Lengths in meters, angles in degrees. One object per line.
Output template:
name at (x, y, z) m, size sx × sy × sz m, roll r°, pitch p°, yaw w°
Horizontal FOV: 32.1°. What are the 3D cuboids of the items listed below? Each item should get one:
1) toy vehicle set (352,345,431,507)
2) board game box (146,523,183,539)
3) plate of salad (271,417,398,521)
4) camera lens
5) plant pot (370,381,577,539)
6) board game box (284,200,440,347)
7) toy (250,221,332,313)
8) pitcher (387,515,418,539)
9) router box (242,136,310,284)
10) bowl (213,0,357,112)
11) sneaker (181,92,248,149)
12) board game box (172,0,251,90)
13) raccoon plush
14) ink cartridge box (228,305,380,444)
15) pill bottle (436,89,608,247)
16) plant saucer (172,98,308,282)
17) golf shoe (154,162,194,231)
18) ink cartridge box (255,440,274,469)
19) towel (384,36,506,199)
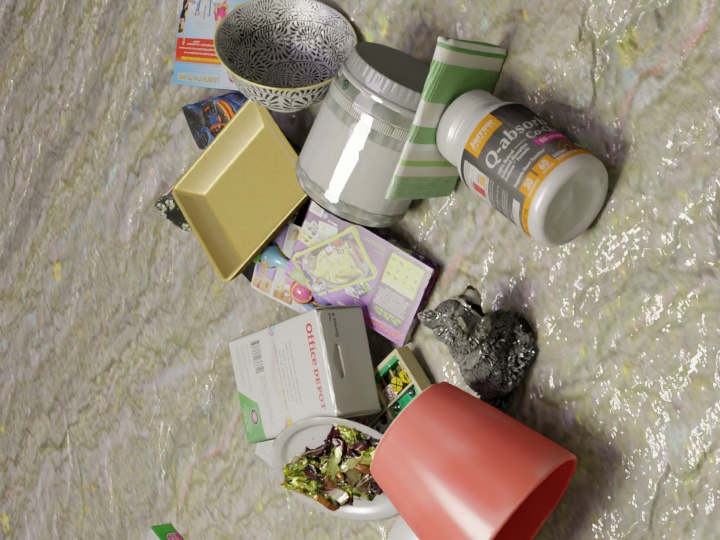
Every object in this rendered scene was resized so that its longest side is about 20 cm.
toy vehicle set at (0.030, 0.209, 1.665) m, size 0.200 × 0.026 × 0.125 m, roll -48°, pitch 65°, yaw 35°
board game box at (-0.294, 0.531, 2.013) m, size 0.200 × 0.040 × 0.155 m, roll 38°, pitch 116°, yaw 41°
plate of salad at (-0.024, 0.267, 1.624) m, size 0.200 × 0.199 × 0.048 m, roll -39°, pitch 19°, yaw 39°
camera lens at (0.017, -0.169, 1.605) m, size 0.160 × 0.159 × 0.202 m, roll 46°, pitch 121°, yaw 37°
plant pot at (0.120, 0.236, 1.429) m, size 0.177 × 0.199 × 0.202 m, roll 38°, pitch 117°, yaw 24°
board game box at (0.000, 0.000, 1.664) m, size 0.199 × 0.032 × 0.121 m, roll 31°, pitch 110°, yaw 19°
toy at (-0.076, 0.010, 1.751) m, size 0.199 × 0.047 × 0.117 m, roll 27°, pitch 110°, yaw 30°
pitcher at (0.098, 0.385, 1.551) m, size 0.171 × 0.121 × 0.201 m, roll 39°, pitch 130°, yaw 17°
router box at (-0.149, -0.102, 1.863) m, size 0.149 × 0.051 × 0.202 m, roll 43°, pitch 119°, yaw 37°
bowl at (-0.104, -0.286, 1.752) m, size 0.201 × 0.199 × 0.095 m, roll 54°, pitch 156°, yaw 33°
sneaker at (-0.215, -0.235, 1.931) m, size 0.199 × 0.078 × 0.076 m, roll 8°, pitch 120°, yaw 61°
board game box at (-0.203, -0.378, 1.926) m, size 0.199 × 0.055 × 0.199 m, roll 15°, pitch 100°, yaw 47°
raccoon plush at (0.137, 0.121, 1.485) m, size 0.096 × 0.133 × 0.203 m, roll -13°, pitch 79°, yaw 45°
ink cartridge box at (-0.077, 0.141, 1.678) m, size 0.199 × 0.087 × 0.147 m, roll -23°, pitch 75°, yaw 47°
pill bottle at (0.183, -0.124, 1.456) m, size 0.200 × 0.115 × 0.117 m, roll 43°, pitch 119°, yaw 39°
plant saucer at (-0.158, -0.112, 1.780) m, size 0.200 × 0.048 × 0.201 m, roll -45°, pitch 55°, yaw 17°
golf shoe at (-0.261, -0.124, 1.983) m, size 0.089 × 0.077 × 0.200 m, roll -59°, pitch 15°, yaw -28°
ink cartridge box at (-0.081, 0.193, 1.785) m, size 0.108 × 0.050 × 0.203 m, roll 28°, pitch 108°, yaw 44°
towel at (0.103, -0.183, 1.522) m, size 0.023 × 0.152 × 0.202 m, roll 30°, pitch 110°, yaw 28°
